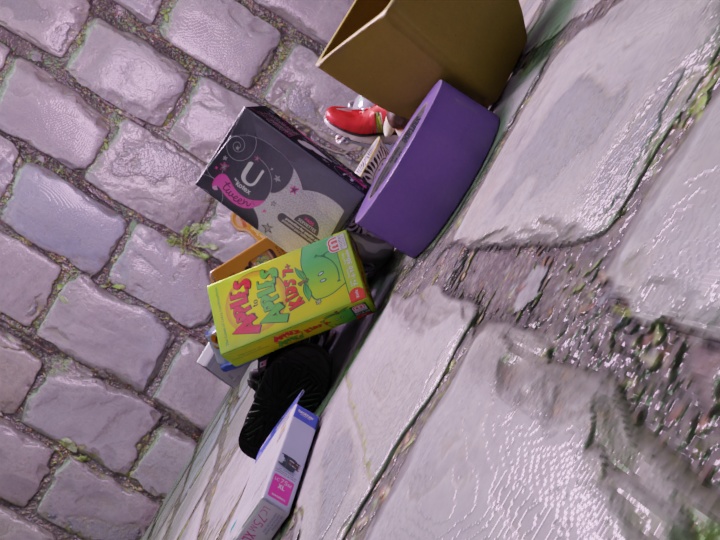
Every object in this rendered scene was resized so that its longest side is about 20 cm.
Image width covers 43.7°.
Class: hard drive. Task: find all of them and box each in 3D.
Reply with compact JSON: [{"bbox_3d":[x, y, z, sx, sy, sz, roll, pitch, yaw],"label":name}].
[{"bbox_3d":[-0.170,0.077,1.391,0.201,0.026,0.132,-60,-21,-13],"label":"hard drive"}]

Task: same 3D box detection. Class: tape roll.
[{"bbox_3d":[0.079,-0.123,1.089,0.201,0.084,0.200,-59,6,10],"label":"tape roll"}]

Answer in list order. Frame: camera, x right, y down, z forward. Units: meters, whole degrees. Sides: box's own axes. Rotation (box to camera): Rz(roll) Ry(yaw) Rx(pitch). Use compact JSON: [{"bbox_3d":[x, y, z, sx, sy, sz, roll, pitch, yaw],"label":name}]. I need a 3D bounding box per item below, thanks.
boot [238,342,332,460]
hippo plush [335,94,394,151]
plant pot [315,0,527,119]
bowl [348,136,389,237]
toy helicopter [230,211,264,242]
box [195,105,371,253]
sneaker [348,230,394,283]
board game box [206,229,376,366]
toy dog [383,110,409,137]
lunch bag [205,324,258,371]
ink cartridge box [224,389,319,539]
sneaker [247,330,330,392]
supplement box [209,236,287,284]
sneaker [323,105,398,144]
[{"bbox_3d":[-0.093,0.144,1.230,0.212,0.079,0.158,-53,6,31],"label":"boot"},{"bbox_3d":[0.048,-0.264,1.626,0.160,0.160,0.200,-63,8,-31],"label":"hippo plush"},{"bbox_3d":[0.098,-0.304,1.170,0.195,0.199,0.196,-15,42,59],"label":"plant pot"},{"bbox_3d":[0.016,-0.104,1.446,0.202,0.094,0.201,-58,7,11],"label":"bowl"},{"bbox_3d":[-0.144,-0.031,1.512,0.133,0.200,0.079,-53,-8,20],"label":"toy helicopter"},{"bbox_3d":[-0.101,-0.114,1.225,0.133,0.199,0.115,-54,-2,13],"label":"box"},{"bbox_3d":[0.000,0.000,1.293,0.200,0.074,0.083,124,160,-75],"label":"sneaker"},{"bbox_3d":[-0.089,0.036,1.140,0.198,0.103,0.048,-22,-27,8],"label":"board game box"},{"bbox_3d":[0.091,-0.259,1.339,0.193,0.139,0.201,-37,26,22],"label":"toy dog"},{"bbox_3d":[-0.116,0.065,1.259,0.198,0.076,0.160,-29,0,-2],"label":"lunch bag"},{"bbox_3d":[-0.100,0.239,1.029,0.120,0.042,0.201,-56,10,28],"label":"ink cartridge box"},{"bbox_3d":[-0.120,0.143,1.412,0.201,0.086,0.081,-55,9,31],"label":"sneaker"},{"bbox_3d":[-0.122,-0.016,1.314,0.199,0.067,0.069,-33,-6,-15],"label":"supplement box"},{"bbox_3d":[0.038,-0.261,1.491,0.077,0.197,0.086,-82,-1,-52],"label":"sneaker"}]
